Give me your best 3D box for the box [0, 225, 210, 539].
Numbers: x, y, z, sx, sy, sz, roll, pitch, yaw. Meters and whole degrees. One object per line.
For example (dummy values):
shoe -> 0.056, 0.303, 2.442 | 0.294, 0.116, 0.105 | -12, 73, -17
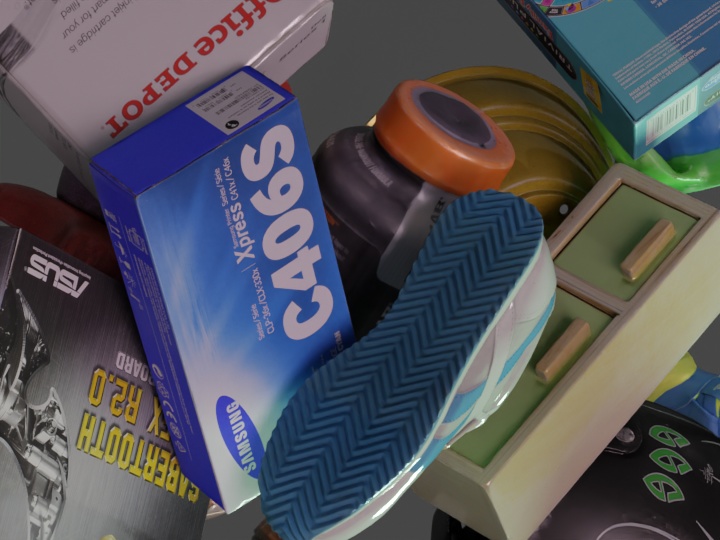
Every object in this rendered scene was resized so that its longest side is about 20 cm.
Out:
box -> -0.142, 0.083, 1.395 | 0.200, 0.048, 0.159 | 33, 65, -54

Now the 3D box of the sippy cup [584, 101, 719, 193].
sippy cup -> 0.191, -0.125, 1.615 | 0.139, 0.178, 0.131 | -18, 102, 8

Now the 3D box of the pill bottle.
pill bottle -> 0.000, 0.000, 1.511 | 0.106, 0.106, 0.201 | 18, 118, -30

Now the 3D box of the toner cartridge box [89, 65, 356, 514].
toner cartridge box -> -0.058, 0.011, 1.380 | 0.095, 0.043, 0.201 | -32, 132, -21

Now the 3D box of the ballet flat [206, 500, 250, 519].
ballet flat -> -0.107, 0.117, 1.558 | 0.199, 0.062, 0.068 | -17, 111, -23

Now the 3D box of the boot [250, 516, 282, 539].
boot -> -0.016, 0.225, 1.571 | 0.097, 0.200, 0.075 | -43, 144, -3

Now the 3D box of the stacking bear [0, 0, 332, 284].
stacking bear -> -0.084, -0.083, 1.491 | 0.114, 0.121, 0.201 | 33, 86, -44

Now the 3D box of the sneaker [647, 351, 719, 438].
sneaker -> 0.223, 0.137, 1.706 | 0.076, 0.105, 0.201 | -42, 118, -22

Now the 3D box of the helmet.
helmet -> 0.138, 0.169, 1.617 | 0.190, 0.200, 0.201 | 32, 88, -20

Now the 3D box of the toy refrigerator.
toy refrigerator -> 0.107, 0.041, 1.522 | 0.200, 0.076, 0.070 | -47, 141, -19

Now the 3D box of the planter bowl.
planter bowl -> 0.079, -0.007, 1.609 | 0.199, 0.083, 0.202 | -7, 106, -25

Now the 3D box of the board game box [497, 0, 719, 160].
board game box -> 0.143, -0.179, 1.536 | 0.151, 0.200, 0.047 | -34, 158, -10

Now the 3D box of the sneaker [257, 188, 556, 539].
sneaker -> 0.030, 0.060, 1.405 | 0.200, 0.076, 0.081 | -50, 148, -16

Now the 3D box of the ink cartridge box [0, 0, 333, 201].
ink cartridge box -> -0.129, -0.144, 1.406 | 0.146, 0.084, 0.200 | -41, 81, -11
